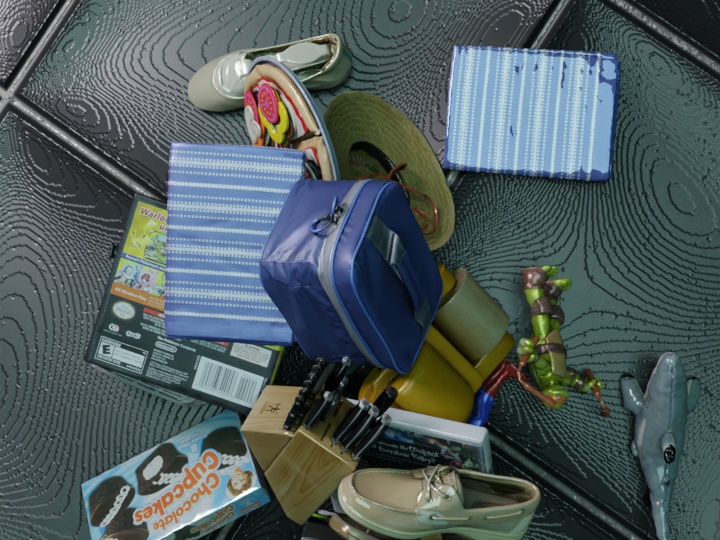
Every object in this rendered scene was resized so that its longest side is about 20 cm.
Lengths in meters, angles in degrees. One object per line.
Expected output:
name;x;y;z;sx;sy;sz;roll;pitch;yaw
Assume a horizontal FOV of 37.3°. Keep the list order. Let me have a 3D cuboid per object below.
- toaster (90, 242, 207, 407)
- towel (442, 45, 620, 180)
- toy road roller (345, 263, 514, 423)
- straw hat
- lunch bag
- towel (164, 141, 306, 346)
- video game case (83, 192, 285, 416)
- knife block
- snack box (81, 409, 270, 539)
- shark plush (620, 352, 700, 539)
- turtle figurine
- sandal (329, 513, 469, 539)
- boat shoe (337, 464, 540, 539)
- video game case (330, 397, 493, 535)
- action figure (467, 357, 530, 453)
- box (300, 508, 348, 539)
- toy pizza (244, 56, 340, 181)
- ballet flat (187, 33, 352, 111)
toaster;-0.215;0.065;1.184;0.197;0.114;0.131;22;89;-1
towel;0.198;-0.182;1.231;0.196;0.024;0.148;5;88;3
toy road roller;0.083;0.103;1.146;0.123;0.146;0.200;43;86;-16
straw hat;0.009;-0.092;1.196;0.085;0.200;0.203;-35;86;39
lunch bag;0.000;0.000;1.051;0.130;0.201;0.138;4;55;29
towel;-0.127;-0.026;1.088;0.142;0.024;0.205;3;96;0
video game case;-0.168;0.038;1.116;0.196;0.026;0.184;18;93;-4
knife block;-0.022;0.175;1.062;0.173;0.064;0.202;2;130;31
snack box;-0.206;0.246;1.180;0.197;0.037;0.117;-27;48;0
shark plush;0.326;0.192;1.177;0.089;0.083;0.204;14;87;2
turtle figurine;0.213;0.087;1.177;0.064;0.198;0.165;-18;62;38
sandal;0.052;0.258;1.070;0.197;0.080;0.055;16;88;-32
boat shoe;0.077;0.215;1.023;0.196;0.073;0.066;12;127;-12
video game case;0.047;0.213;1.123;0.196;0.184;0.023;9;44;24
action figure;0.114;0.189;1.190;0.052;0.065;0.201;41;92;-10
box;-0.003;0.341;1.118;0.146;0.200;0.127;15;87;3
toy pizza;-0.083;-0.130;1.152;0.031;0.200;0.203;-24;86;-23
ballet flat;-0.107;-0.232;1.223;0.196;0.069;0.071;-13;86;1
